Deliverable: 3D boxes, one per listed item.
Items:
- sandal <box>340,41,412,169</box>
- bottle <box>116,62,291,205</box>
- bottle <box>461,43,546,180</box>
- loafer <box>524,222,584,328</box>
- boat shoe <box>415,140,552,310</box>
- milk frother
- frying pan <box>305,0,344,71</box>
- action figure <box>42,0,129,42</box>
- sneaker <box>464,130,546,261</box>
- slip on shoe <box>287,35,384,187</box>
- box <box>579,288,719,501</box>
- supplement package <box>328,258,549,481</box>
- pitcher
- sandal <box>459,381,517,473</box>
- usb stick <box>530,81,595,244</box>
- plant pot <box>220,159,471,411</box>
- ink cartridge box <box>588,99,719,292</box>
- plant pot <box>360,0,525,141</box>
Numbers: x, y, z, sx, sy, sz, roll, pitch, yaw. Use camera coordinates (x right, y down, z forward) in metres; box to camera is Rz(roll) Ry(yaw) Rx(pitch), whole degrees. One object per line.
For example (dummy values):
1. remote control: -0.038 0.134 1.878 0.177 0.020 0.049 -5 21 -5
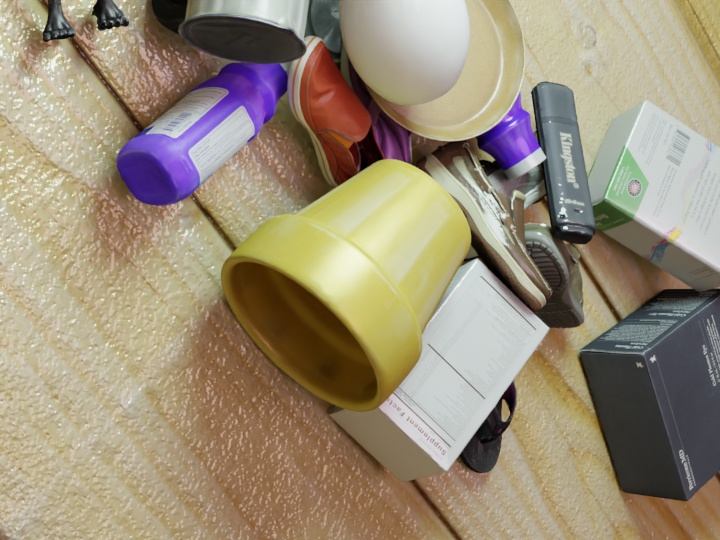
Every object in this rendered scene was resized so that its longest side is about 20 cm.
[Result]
1. sandal: 0.033 -0.165 1.431 0.082 0.050 0.203 -28 116 -38
2. bottle: -0.136 -0.139 1.280 0.200 0.083 0.065 -47 120 -37
3. bottle: 0.128 -0.192 1.480 0.083 0.065 0.200 -34 94 -31
4. loafer: 0.208 -0.004 1.550 0.200 0.075 0.070 58 35 -57
5. boat shoe: 0.145 -0.055 1.439 0.075 0.075 0.202 -37 82 -5
6. milk frother: -0.075 -0.282 1.280 0.200 0.180 0.189 14 78 -32
7. frying pan: -0.010 -0.288 1.429 0.115 0.031 0.190 50 63 -29
8. action figure: -0.252 -0.306 1.190 0.119 0.102 0.201 -16 101 -26
9. sneaker: 0.160 -0.100 1.532 0.200 0.074 0.079 -48 112 -28
10. slip on shoe: -0.020 -0.152 1.348 0.074 0.061 0.200 -63 150 -30
11. box: 0.386 0.148 1.687 0.182 0.104 0.200 -29 107 -36
12. supplement package: 0.081 0.105 1.424 0.114 0.110 0.200 44 64 -8
13. pitcher: 0.033 -0.274 1.299 0.172 0.121 0.200 -92 167 -48
14. sandal: 0.144 0.125 1.531 0.075 0.048 0.201 10 83 -38
15. usb stick: 0.223 -0.122 1.512 0.055 0.033 0.200 13 57 -27
16. plant pot: 0.000 0.000 1.316 0.189 0.201 0.201 -48 117 -25
17. ink cartridge box: 0.378 -0.087 1.658 0.200 0.087 0.146 29 71 -12
18. plant pot: 0.077 -0.229 1.410 0.200 0.027 0.201 4 81 -25
